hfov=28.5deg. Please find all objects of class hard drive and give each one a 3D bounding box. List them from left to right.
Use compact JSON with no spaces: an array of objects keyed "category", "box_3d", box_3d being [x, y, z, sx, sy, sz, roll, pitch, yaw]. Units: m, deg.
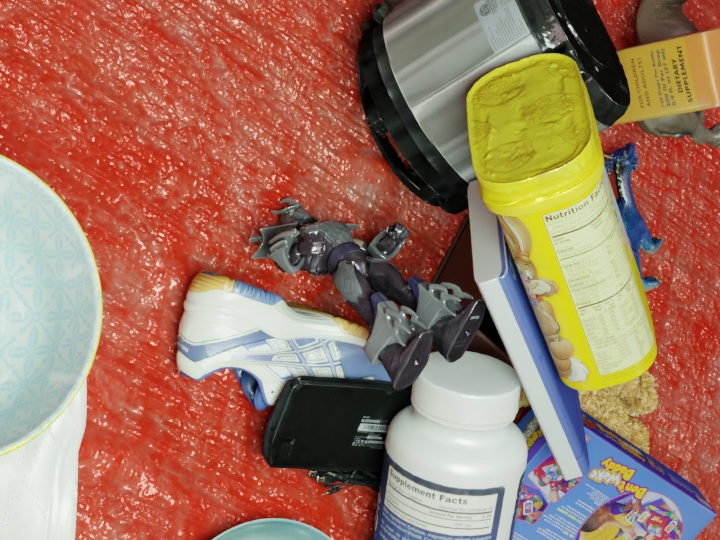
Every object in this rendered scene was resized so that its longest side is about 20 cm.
[{"category":"hard drive","box_3d":[0.129,0.044,1.087,0.132,0.025,0.201,-88,156,-54]}]

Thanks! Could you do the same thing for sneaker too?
[{"category":"sneaker","box_3d":[-0.235,0.106,0.960,0.088,0.075,0.202,4,86,-23]},{"category":"sneaker","box_3d":[-0.053,0.068,1.095,0.199,0.075,0.089,19,87,-25]}]

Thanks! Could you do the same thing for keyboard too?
[{"category":"keyboard","box_3d":[-0.003,0.128,1.126,0.199,0.040,0.105,11,108,-41]}]

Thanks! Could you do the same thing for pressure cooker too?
[{"category":"pressure cooker","box_3d":[0.092,-0.155,1.131,0.179,0.199,0.177,45,27,-32]}]

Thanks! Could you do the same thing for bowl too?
[{"category":"bowl","box_3d":[-0.273,0.029,0.902,0.198,0.108,0.202,6,76,-23]}]

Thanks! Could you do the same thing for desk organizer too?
[{"category":"desk organizer","box_3d":[0.130,-0.015,1.216,0.072,0.077,0.201,40,66,-26]}]

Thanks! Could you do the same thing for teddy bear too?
[{"category":"teddy bear","box_3d":[0.202,0.100,1.266,0.200,0.067,0.145,47,60,-24]}]

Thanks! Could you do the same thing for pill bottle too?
[{"category":"pill bottle","box_3d":[0.069,0.170,1.100,0.110,0.111,0.202,-8,115,-35]}]

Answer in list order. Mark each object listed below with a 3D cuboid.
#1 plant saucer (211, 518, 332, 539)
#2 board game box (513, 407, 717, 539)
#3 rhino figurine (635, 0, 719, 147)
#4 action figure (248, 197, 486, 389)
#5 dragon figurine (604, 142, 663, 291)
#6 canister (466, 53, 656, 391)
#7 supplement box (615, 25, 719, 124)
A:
[{"category":"plant saucer","box_3d":[-0.077,0.290,1.081,0.199,0.027,0.202,2,86,-35]},{"category":"board game box","box_3d":[0.194,0.206,1.225,0.199,0.045,0.135,34,103,-29]},{"category":"rhino figurine","box_3d":[0.300,-0.218,1.361,0.087,0.060,0.202,4,81,-24]},{"category":"action figure","box_3d":[0.000,0.000,1.075,0.129,0.200,0.070,-16,134,-40]},{"category":"dragon figurine","box_3d":[0.225,-0.027,1.275,0.100,0.059,0.201,50,42,-29]},{"category":"canister","box_3d":[0.147,-0.031,1.019,0.149,0.086,0.201,-90,159,-52]},{"category":"supplement box","box_3d":[0.252,-0.166,1.239,0.068,0.199,0.067,-18,97,-31]}]
